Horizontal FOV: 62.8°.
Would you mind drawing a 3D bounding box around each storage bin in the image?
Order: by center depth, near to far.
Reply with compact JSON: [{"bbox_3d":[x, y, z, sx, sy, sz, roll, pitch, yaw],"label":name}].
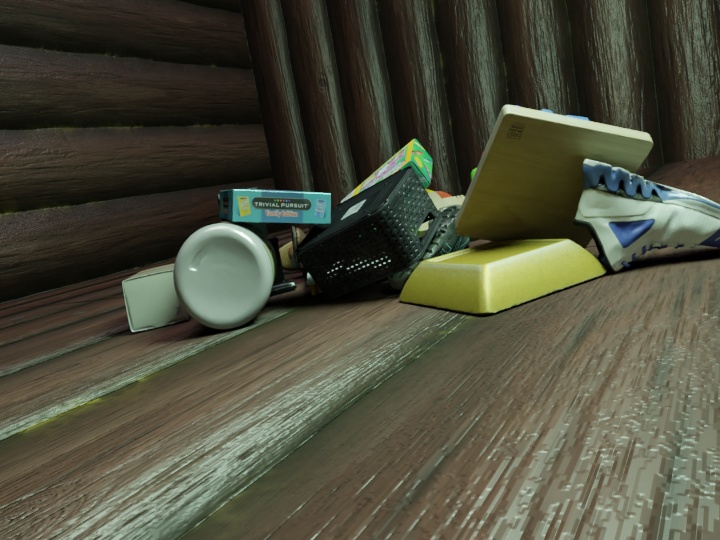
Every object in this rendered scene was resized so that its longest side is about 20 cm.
[{"bbox_3d":[0.010,-0.054,0.888,0.197,0.095,0.136,-24,21,40],"label":"storage bin"}]

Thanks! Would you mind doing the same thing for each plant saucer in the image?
[{"bbox_3d":[0.169,-0.002,0.747,0.194,0.050,0.198,-16,9,-25],"label":"plant saucer"}]

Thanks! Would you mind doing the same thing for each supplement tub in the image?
[{"bbox_3d":[-0.201,-0.001,0.915,0.140,0.151,0.200,-11,7,-4],"label":"supplement tub"}]

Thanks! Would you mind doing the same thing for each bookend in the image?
[{"bbox_3d":[-0.209,-0.061,1.161,0.089,0.208,0.198,-13,7,-19],"label":"bookend"}]

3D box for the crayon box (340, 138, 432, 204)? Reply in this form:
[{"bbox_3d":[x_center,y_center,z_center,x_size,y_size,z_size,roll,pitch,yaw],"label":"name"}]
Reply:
[{"bbox_3d":[0.040,-0.141,1.083,0.198,0.058,0.120,-37,18,25],"label":"crayon box"}]

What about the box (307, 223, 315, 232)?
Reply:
[{"bbox_3d":[-0.013,-0.119,1.274,0.194,0.039,0.136,-18,10,-10],"label":"box"}]

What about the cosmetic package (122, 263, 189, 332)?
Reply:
[{"bbox_3d":[-0.360,0.041,1.072,0.100,0.091,0.200,-11,8,-13],"label":"cosmetic package"}]

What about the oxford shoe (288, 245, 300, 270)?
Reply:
[{"bbox_3d":[-0.066,-0.056,1.296,0.193,0.074,0.071,-9,25,-18],"label":"oxford shoe"}]

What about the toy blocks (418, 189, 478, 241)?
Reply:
[{"bbox_3d":[0.131,-0.103,1.095,0.194,0.102,0.138,-13,43,-27],"label":"toy blocks"}]

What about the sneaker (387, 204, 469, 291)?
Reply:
[{"bbox_3d":[0.116,-0.022,0.910,0.074,0.081,0.199,4,37,45],"label":"sneaker"}]

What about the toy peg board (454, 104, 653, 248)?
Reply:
[{"bbox_3d":[0.245,-0.139,0.803,0.192,0.202,0.100,8,47,-7],"label":"toy peg board"}]

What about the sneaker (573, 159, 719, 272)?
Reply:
[{"bbox_3d":[0.343,-0.047,0.713,0.194,0.119,0.081,21,16,9],"label":"sneaker"}]

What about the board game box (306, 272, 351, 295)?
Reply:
[{"bbox_3d":[0.000,0.000,1.074,0.192,0.027,0.200,-12,7,-3],"label":"board game box"}]

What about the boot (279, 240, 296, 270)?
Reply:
[{"bbox_3d":[-0.104,-0.036,1.356,0.192,0.076,0.076,-9,17,-2],"label":"boot"}]

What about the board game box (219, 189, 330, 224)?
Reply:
[{"bbox_3d":[-0.143,-0.103,0.947,0.146,0.049,0.199,0,6,-19],"label":"board game box"}]

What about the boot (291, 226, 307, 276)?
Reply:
[{"bbox_3d":[-0.033,-0.050,1.168,0.192,0.067,0.187,-8,-19,3],"label":"boot"}]
